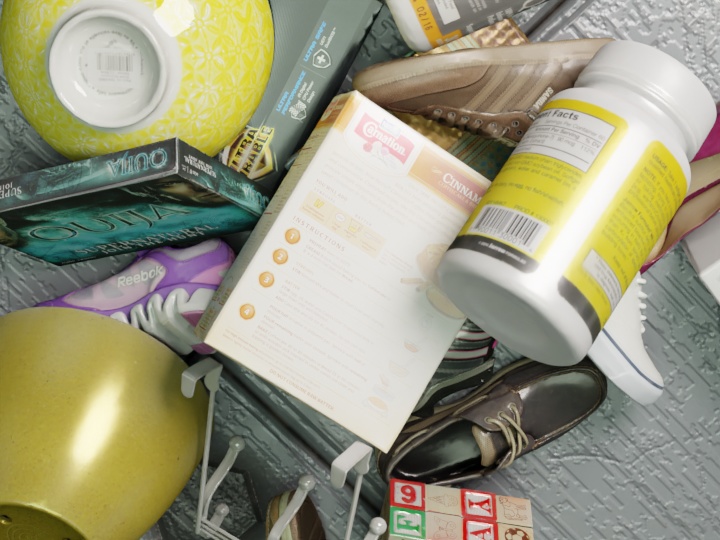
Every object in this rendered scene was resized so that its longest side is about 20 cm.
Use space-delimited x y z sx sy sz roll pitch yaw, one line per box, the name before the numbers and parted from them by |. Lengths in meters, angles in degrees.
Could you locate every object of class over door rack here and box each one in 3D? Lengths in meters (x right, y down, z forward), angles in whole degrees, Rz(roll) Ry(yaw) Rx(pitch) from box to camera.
over door rack | -0.055 0.159 1.115 0.147 0.067 0.201 26 139 22

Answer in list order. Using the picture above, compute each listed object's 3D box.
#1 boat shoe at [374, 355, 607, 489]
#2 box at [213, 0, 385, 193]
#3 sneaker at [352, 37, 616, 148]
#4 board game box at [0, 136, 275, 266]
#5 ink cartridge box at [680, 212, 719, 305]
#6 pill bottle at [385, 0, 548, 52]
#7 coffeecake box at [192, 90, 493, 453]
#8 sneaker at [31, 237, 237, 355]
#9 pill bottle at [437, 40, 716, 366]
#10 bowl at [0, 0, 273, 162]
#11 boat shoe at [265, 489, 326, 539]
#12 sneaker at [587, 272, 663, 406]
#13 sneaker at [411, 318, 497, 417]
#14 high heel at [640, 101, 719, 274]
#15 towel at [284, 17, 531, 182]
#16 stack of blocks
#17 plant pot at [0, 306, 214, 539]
boat shoe | 0.105 0.131 1.180 0.199 0.073 0.075 -26 107 11
box | -0.094 -0.155 1.101 0.158 0.046 0.201 28 109 -7
sneaker | 0.095 -0.121 1.061 0.198 0.070 0.076 -8 96 -10
board game box | -0.179 -0.045 1.075 0.199 0.135 0.028 -10 72 25
ink cartridge box | 0.361 0.023 1.127 0.144 0.084 0.200 -37 105 14
pill bottle | 0.106 -0.238 1.028 0.199 0.117 0.117 -21 108 10
coffeecake box | 0.000 0.000 1.052 0.153 0.073 0.201 32 86 -13
sneaker | -0.169 0.022 1.156 0.199 0.089 0.080 -10 148 26
pill bottle | 0.148 -0.047 0.995 0.114 0.114 0.201 39 74 -11
bowl | -0.162 -0.148 1.026 0.198 0.108 0.202 1 110 3
boat shoe | -0.065 0.276 1.245 0.076 0.072 0.202 -1 109 19
sneaker | 0.184 0.027 1.107 0.071 0.073 0.200 -41 127 3
sneaker | 0.082 0.037 1.151 0.200 0.074 0.087 -45 132 -1
high heel | 0.225 -0.044 1.102 0.067 0.096 0.200 34 107 -10
towel | 0.062 -0.091 1.108 0.200 0.022 0.147 -43 104 -2
stack of blocks | 0.060 0.265 1.203 0.114 0.059 0.201 9 128 -6
plant pot | -0.223 0.148 1.123 0.198 0.143 0.201 7 136 7
